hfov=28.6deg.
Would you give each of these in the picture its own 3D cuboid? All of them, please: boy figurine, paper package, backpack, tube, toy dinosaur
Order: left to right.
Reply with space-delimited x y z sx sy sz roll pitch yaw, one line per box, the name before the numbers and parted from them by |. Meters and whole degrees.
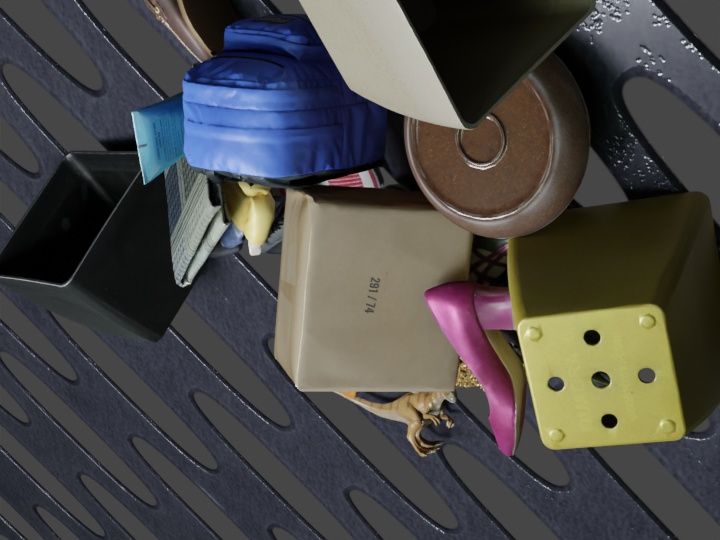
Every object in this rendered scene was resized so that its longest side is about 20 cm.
tube | -0.170 -0.165 1.492 0.050 0.200 0.078 6 119 33
boy figurine | -0.139 -0.080 1.629 0.126 0.064 0.200 67 154 12
backpack | -0.088 -0.170 1.426 0.161 0.199 0.170 5 108 34
paper package | 0.013 0.017 1.471 0.103 0.188 0.203 -142 56 -69
toy dinosaur | 0.064 0.179 1.793 0.199 0.060 0.108 -17 92 42

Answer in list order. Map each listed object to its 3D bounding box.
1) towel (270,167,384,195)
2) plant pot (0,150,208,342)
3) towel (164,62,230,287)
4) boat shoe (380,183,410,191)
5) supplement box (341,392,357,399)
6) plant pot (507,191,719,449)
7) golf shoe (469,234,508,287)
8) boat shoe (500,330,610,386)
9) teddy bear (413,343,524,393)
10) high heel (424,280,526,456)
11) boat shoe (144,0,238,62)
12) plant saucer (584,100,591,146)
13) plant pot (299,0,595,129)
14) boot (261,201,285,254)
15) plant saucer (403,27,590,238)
towel | -0.073 -0.151 1.595 0.198 0.023 0.145 1 126 39
plant pot | -0.315 -0.019 1.796 0.198 0.201 0.177 6 149 46
towel | -0.190 -0.108 1.630 0.034 0.195 0.200 0 155 -20
boat shoe | 0.002 0.001 1.552 0.074 0.066 0.201 31 101 4
supplement box | -0.016 0.090 1.696 0.066 0.069 0.200 27 160 7
plant pot | 0.239 0.062 1.333 0.197 0.177 0.202 -7 112 20
golf shoe | 0.144 -0.016 1.514 0.199 0.077 0.089 -18 98 44
boat shoe | 0.202 0.078 1.488 0.197 0.066 0.073 16 161 -7
teddy bear | 0.113 0.110 1.625 0.197 0.068 0.145 2 174 21
high heel | 0.119 0.103 1.455 0.095 0.068 0.202 1 123 14
boat shoe | -0.200 -0.301 1.514 0.070 0.070 0.201 -21 104 42
plant saucer | 0.133 -0.152 1.405 0.198 0.032 0.202 23 139 22
plant pot | 0.052 -0.257 1.251 0.176 0.200 0.201 3 131 53
boot | -0.020 -0.003 1.669 0.199 0.066 0.165 35 164 -13
plant saucer | 0.120 -0.127 1.342 0.198 0.034 0.203 8 106 30
